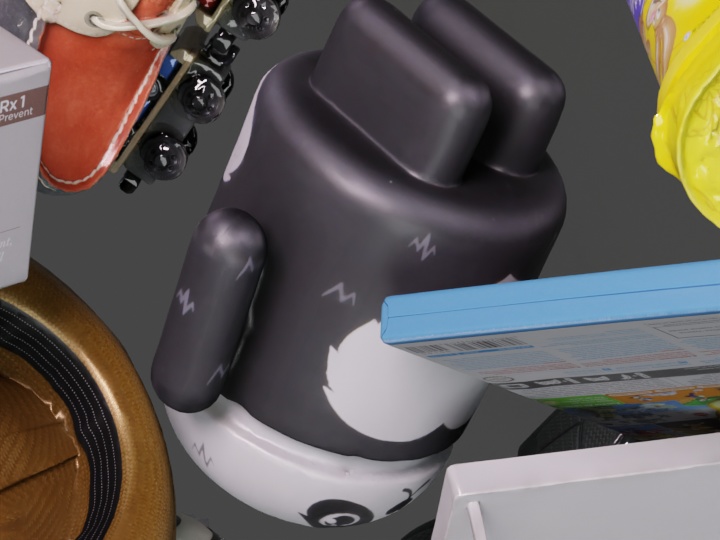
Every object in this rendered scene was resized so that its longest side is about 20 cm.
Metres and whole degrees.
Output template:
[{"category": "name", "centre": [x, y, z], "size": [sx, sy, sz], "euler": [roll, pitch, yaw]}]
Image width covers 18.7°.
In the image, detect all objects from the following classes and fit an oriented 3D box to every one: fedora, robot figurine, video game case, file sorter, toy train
[{"category": "fedora", "centre": [-0.156, 0.072, 0.728], "size": [0.200, 0.202, 0.082], "euler": [33, 132, -22]}, {"category": "robot figurine", "centre": [0.002, 0.001, 0.805], "size": [0.149, 0.125, 0.201], "euler": [17, 118, -14]}, {"category": "video game case", "centre": [0.120, 0.033, 0.752], "size": [0.142, 0.018, 0.199], "euler": [-7, 161, 36]}, {"category": "file sorter", "centre": [0.099, 0.167, 0.814], "size": [0.137, 0.125, 0.201], "euler": [-5, 146, -9]}, {"category": "toy train", "centre": [-0.043, -0.111, 0.788], "size": [0.046, 0.034, 0.201], "euler": [32, 114, -8]}]

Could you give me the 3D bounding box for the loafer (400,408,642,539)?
[{"category": "loafer", "centre": [0.067, 0.127, 0.922], "size": [0.063, 0.072, 0.200], "euler": [36, 111, -29]}]

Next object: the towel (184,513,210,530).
[{"category": "towel", "centre": [-0.148, 0.181, 0.965], "size": [0.198, 0.031, 0.150], "euler": [-10, 119, 4]}]

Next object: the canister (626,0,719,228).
[{"category": "canister", "centre": [0.149, -0.112, 0.704], "size": [0.086, 0.201, 0.149], "euler": [34, 114, -22]}]

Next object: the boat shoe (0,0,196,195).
[{"category": "boat shoe", "centre": [-0.078, -0.114, 0.739], "size": [0.071, 0.062, 0.202], "euler": [2, 112, -45]}]

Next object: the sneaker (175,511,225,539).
[{"category": "sneaker", "centre": [-0.116, 0.174, 0.915], "size": [0.200, 0.076, 0.088], "euler": [-40, 97, 17]}]

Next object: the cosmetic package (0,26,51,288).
[{"category": "cosmetic package", "centre": [-0.200, -0.062, 0.700], "size": [0.106, 0.200, 0.091], "euler": [-18, 133, -41]}]
